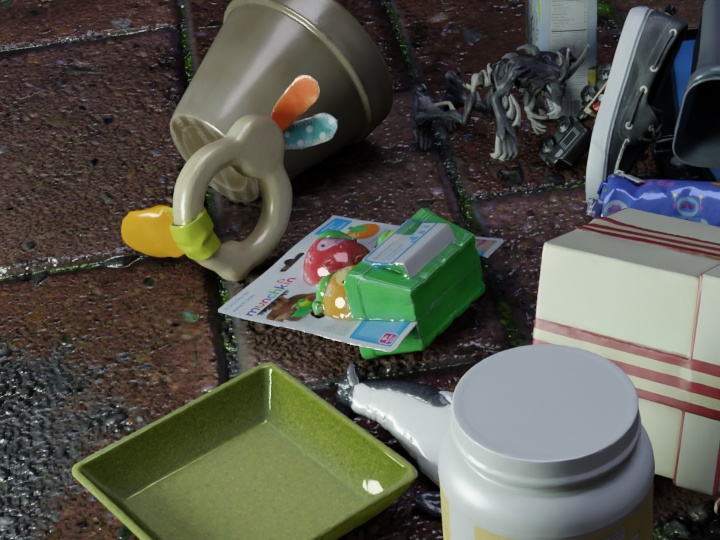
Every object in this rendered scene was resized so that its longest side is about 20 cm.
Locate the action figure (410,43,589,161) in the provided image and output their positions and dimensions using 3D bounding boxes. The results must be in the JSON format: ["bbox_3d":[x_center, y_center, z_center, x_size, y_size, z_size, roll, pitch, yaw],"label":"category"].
[{"bbox_3d":[0.152,-0.171,1.730,0.199,0.103,0.119,-10,13,44],"label":"action figure"}]

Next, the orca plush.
[{"bbox_3d":[0.070,0.143,1.350,0.199,0.071,0.106,11,82,30],"label":"orca plush"}]

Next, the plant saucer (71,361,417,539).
[{"bbox_3d":[-0.089,0.172,1.319,0.199,0.048,0.200,-27,39,-29],"label":"plant saucer"}]

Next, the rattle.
[{"bbox_3d":[-0.124,-0.095,1.631,0.143,0.130,0.201,-5,59,66],"label":"rattle"}]

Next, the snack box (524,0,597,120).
[{"bbox_3d":[0.213,-0.288,1.821,0.067,0.201,0.169,-5,34,1],"label":"snack box"}]

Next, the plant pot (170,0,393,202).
[{"bbox_3d":[-0.095,-0.168,1.723,0.199,0.201,0.174,23,60,35],"label":"plant pot"}]

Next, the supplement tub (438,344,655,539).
[{"bbox_3d":[0.127,0.167,1.160,0.144,0.201,0.146,-3,34,2],"label":"supplement tub"}]

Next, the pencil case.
[{"bbox_3d":[0.306,-0.047,1.556,0.198,0.088,0.078,1,12,8],"label":"pencil case"}]

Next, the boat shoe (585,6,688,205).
[{"bbox_3d":[0.263,-0.152,1.636,0.056,0.202,0.069,15,3,22],"label":"boat shoe"}]

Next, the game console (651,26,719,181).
[{"bbox_3d":[0.390,-0.155,1.675,0.198,0.117,0.176,-7,34,-2],"label":"game console"}]

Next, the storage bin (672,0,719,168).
[{"bbox_3d":[0.399,-0.188,1.614,0.198,0.146,0.135,4,53,3],"label":"storage bin"}]

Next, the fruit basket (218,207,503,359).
[{"bbox_3d":[0.000,0.000,1.523,0.199,0.094,0.185,16,39,34],"label":"fruit basket"}]

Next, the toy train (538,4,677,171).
[{"bbox_3d":[0.251,-0.179,1.696,0.034,0.200,0.046,20,25,-47],"label":"toy train"}]

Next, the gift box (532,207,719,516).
[{"bbox_3d":[0.250,0.068,1.314,0.186,0.202,0.184,13,23,31],"label":"gift box"}]
